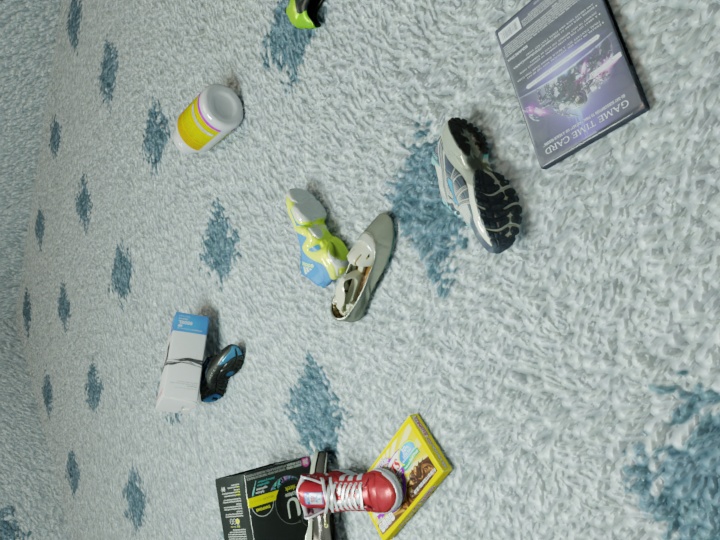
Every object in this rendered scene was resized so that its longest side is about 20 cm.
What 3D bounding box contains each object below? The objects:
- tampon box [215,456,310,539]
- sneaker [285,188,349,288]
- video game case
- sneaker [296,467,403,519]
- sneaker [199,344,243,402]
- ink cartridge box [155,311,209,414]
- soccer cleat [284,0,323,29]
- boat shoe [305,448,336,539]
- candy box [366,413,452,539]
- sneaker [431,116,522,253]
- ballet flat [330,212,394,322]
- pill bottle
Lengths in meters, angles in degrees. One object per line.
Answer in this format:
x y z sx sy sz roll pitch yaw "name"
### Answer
-0.170 0.478 1.144 0.125 0.148 0.204 -27 71 47 "tampon box"
-0.097 -0.053 1.100 0.106 0.075 0.202 -54 53 36 "sneaker"
0.249 -0.248 0.730 0.142 0.019 0.204 -29 70 46 "video game case"
-0.027 0.358 0.962 0.199 0.111 0.073 -22 71 51 "sneaker"
-0.334 0.223 1.389 0.201 0.072 0.083 -52 53 36 "sneaker"
-0.419 0.220 1.416 0.145 0.083 0.204 135 141 -57 "ink cartridge box"
-0.079 -0.540 1.083 0.080 0.067 0.204 24 111 28 "soccer cleat"
-0.065 0.430 1.090 0.072 0.059 0.206 67 -155 -81 "boat shoe"
0.063 0.332 0.959 0.103 0.026 0.202 56 130 37 "candy box"
0.152 -0.105 0.820 0.087 0.076 0.203 -52 46 51 "sneaker"
0.000 0.000 0.996 0.067 0.063 0.203 41 121 40 "ballet flat"
-0.357 -0.336 1.375 0.198 0.103 0.107 -20 76 48 "pill bottle"
